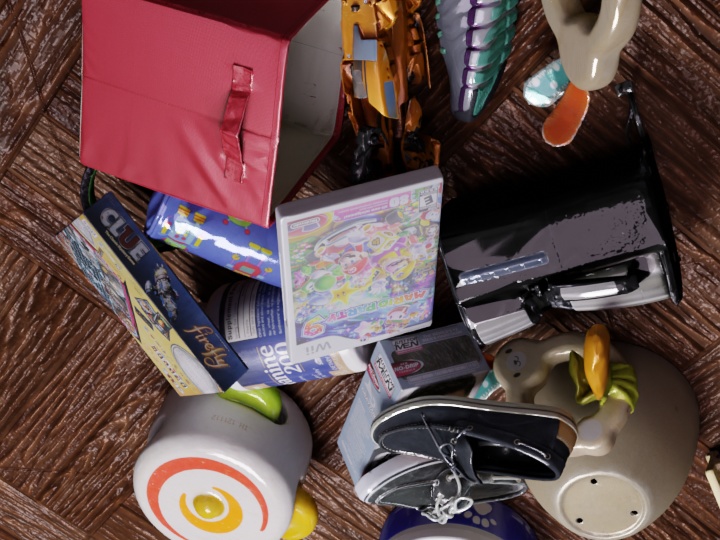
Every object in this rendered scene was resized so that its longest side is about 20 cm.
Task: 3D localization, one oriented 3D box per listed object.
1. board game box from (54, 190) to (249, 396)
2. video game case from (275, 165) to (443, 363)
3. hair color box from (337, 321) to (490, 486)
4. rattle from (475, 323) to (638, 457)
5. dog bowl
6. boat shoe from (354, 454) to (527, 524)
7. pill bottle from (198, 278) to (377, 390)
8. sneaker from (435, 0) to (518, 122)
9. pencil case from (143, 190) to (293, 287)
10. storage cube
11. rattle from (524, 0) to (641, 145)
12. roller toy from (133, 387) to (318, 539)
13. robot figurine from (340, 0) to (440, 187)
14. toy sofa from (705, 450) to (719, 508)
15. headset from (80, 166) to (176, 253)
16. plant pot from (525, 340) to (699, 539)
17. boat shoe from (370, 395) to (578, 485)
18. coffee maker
[{"bbox_3d":[-0.197,0.028,1.063,0.201,0.035,0.135,54,155,-11],"label":"board game box"},{"bbox_3d":[0.000,0.000,1.005,0.142,0.018,0.201,-15,142,-12],"label":"video game case"},{"bbox_3d":[0.049,0.139,1.162,0.098,0.061,0.201,-11,147,-23],"label":"hair color box"},{"bbox_3d":[0.154,0.094,1.093,0.199,0.142,0.132,23,90,36],"label":"rattle"},{"bbox_3d":[0.112,0.355,1.338,0.197,0.079,0.202,6,125,9],"label":"dog bowl"},{"bbox_3d":[0.089,0.228,1.201,0.197,0.069,0.074,-1,143,-35],"label":"boat shoe"},{"bbox_3d":[-0.089,0.061,1.163,0.198,0.111,0.112,-11,121,19],"label":"pill bottle"},{"bbox_3d":[0.085,-0.229,0.968,0.087,0.074,0.202,21,121,21],"label":"sneaker"},{"bbox_3d":[-0.095,-0.039,1.042,0.198,0.088,0.078,20,163,-19],"label":"pencil case"},{"bbox_3d":[-0.116,-0.171,0.958,0.178,0.200,0.172,19,127,12],"label":"storage cube"},{"bbox_3d":[0.214,-0.213,0.933,0.130,0.142,0.202,31,138,44],"label":"rattle"},{"bbox_3d":[-0.151,0.220,1.267,0.180,0.140,0.201,-13,120,21],"label":"roller toy"},{"bbox_3d":[0.027,-0.144,0.983,0.058,0.145,0.202,1,115,22],"label":"robot figurine"},{"bbox_3d":[0.459,0.198,1.165,0.198,0.097,0.084,-24,91,26],"label":"toy sofa"},{"bbox_3d":[-0.172,-0.083,1.095,0.198,0.094,0.124,-22,118,6],"label":"headset"},{"bbox_3d":[0.247,0.193,1.165,0.198,0.135,0.202,6,125,8],"label":"plant pot"},{"bbox_3d":[0.098,0.158,1.049,0.198,0.063,0.075,0,142,23],"label":"boat shoe"},{"bbox_3d":[0.175,-0.044,1.039,0.198,0.134,0.195,-13,81,19],"label":"coffee maker"}]
